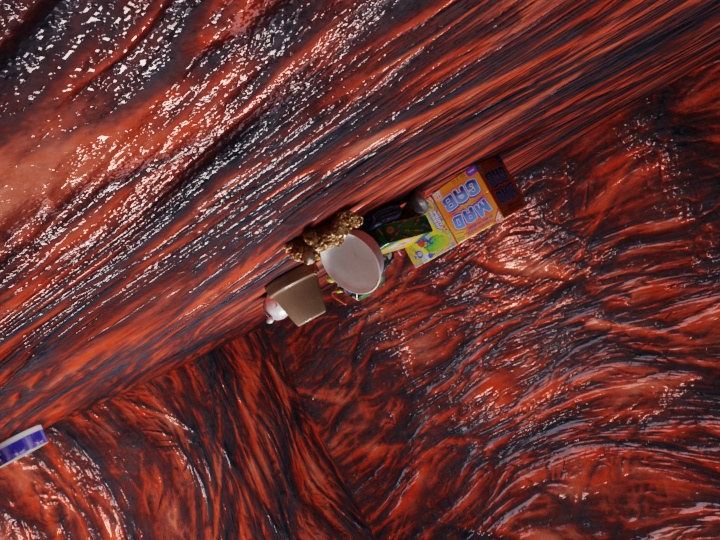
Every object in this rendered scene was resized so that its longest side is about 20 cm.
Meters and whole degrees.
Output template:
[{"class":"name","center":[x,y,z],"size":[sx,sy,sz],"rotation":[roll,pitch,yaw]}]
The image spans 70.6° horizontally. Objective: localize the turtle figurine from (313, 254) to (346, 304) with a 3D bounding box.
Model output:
[{"class":"turtle figurine","center":[-0.074,-0.005,1.594],"size":[0.064,0.201,0.162],"rotation":[-15,147,-32]}]

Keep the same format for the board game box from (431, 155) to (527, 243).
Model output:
[{"class":"board game box","center":[0.411,-0.246,1.763],"size":[0.199,0.201,0.199],"rotation":[-31,177,44]}]

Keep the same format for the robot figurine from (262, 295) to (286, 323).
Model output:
[{"class":"robot figurine","center":[-0.320,0.132,1.983],"size":[0.171,0.112,0.200],"rotation":[-67,-170,-18]}]

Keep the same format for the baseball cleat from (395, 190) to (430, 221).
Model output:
[{"class":"baseball cleat","center":[0.151,-0.174,1.543],"size":[0.106,0.070,0.200],"rotation":[-38,171,-6]}]

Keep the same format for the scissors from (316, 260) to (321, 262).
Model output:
[{"class":"scissors","center":[-0.104,-0.065,1.728],"size":[0.073,0.014,0.200],"rotation":[-26,175,-25]}]

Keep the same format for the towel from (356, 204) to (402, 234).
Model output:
[{"class":"towel","center":[0.036,-0.135,1.494],"size":[0.111,0.049,0.200],"rotation":[-26,175,-31]}]

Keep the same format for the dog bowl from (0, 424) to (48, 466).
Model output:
[{"class":"dog bowl","center":[-1.341,0.691,1.988],"size":[0.199,0.079,0.200],"rotation":[-30,177,-2]}]

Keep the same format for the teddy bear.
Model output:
[{"class":"teddy bear","center":[-0.080,-0.076,1.190],"size":[0.199,0.067,0.145],"rotation":[-30,175,-4]}]

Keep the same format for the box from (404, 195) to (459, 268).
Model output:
[{"class":"box","center":[0.253,-0.150,1.884],"size":[0.192,0.201,0.122],"rotation":[-31,176,32]}]

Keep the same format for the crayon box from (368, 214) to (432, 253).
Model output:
[{"class":"crayon box","center":[0.104,-0.101,1.505],"size":[0.199,0.059,0.119],"rotation":[-17,170,-41]}]

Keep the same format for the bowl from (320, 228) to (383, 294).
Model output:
[{"class":"bowl","center":[-0.009,-0.042,1.420],"size":[0.201,0.201,0.090],"rotation":[-32,-170,47]}]

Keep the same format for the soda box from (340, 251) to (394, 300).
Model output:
[{"class":"soda box","center":[0.023,-0.004,1.551],"size":[0.200,0.070,0.064],"rotation":[-46,152,-34]}]

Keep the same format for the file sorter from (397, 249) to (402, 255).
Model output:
[{"class":"file sorter","center":[0.062,-0.071,2.126],"size":[0.199,0.126,0.139],"rotation":[-30,178,8]}]

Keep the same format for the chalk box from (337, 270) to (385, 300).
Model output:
[{"class":"chalk box","center":[0.000,0.000,1.707],"size":[0.123,0.202,0.124],"rotation":[23,-143,39]}]

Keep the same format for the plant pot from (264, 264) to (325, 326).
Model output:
[{"class":"plant pot","center":[-0.204,0.089,1.760],"size":[0.199,0.176,0.200],"rotation":[-29,177,-2]}]
